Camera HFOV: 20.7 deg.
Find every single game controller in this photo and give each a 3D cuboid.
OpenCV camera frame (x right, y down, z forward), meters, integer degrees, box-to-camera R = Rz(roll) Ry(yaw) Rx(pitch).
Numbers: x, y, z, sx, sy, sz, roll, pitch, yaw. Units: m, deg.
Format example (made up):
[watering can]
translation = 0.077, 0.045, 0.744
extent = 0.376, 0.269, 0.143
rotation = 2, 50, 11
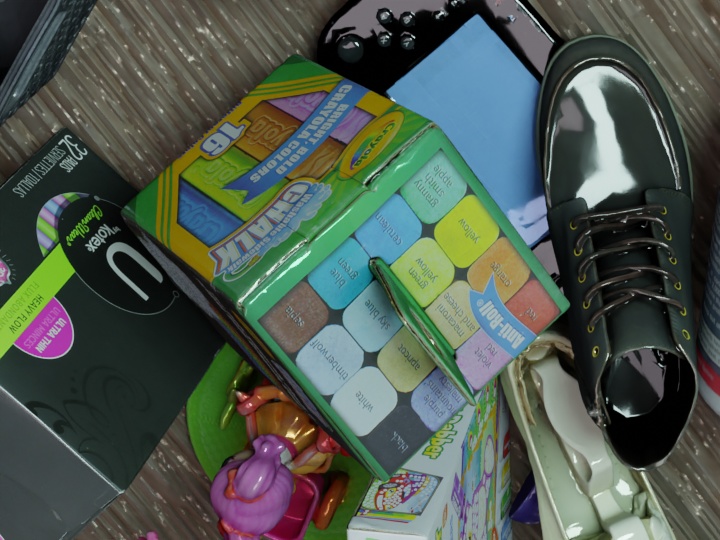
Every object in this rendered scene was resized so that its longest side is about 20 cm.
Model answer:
[game controller]
translation = 0.072, -0.071, 0.986
extent = 0.104, 0.042, 0.200
rotation = -37, 103, 30

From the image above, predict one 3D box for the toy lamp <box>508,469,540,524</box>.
[toy lamp]
translation = 0.180, 0.162, 1.070
extent = 0.200, 0.058, 0.058
rotation = 32, 122, 0

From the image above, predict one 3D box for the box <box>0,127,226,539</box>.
[box]
translation = -0.174, 0.048, 1.035
extent = 0.149, 0.200, 0.124
rotation = 42, 122, -7

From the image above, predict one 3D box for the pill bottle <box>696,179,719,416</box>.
[pill bottle]
translation = 0.225, -0.026, 0.914
extent = 0.119, 0.120, 0.200
rotation = 10, 120, 13

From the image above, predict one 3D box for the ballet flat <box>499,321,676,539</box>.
[ballet flat]
translation = 0.122, 0.118, 1.013
extent = 0.069, 0.069, 0.200
rotation = -27, 82, 28

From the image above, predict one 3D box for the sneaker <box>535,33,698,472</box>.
[sneaker]
translation = 0.128, -0.010, 0.924
extent = 0.075, 0.106, 0.200
rotation = -10, 99, 4

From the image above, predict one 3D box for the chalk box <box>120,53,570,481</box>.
[chalk box]
translation = 0.000, 0.000, 0.913
extent = 0.124, 0.200, 0.125
rotation = -43, 122, -8

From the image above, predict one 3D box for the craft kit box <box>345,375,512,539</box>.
[craft kit box]
translation = 0.041, 0.161, 1.030
extent = 0.048, 0.198, 0.200
rotation = 5, 120, 17

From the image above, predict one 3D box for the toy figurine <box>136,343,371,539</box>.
[toy figurine]
translation = -0.045, 0.112, 1.039
extent = 0.150, 0.184, 0.200
rotation = 23, 121, 4

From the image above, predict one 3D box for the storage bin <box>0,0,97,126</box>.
[storage bin]
translation = -0.236, -0.173, 1.000
extent = 0.200, 0.094, 0.135
rotation = 35, 123, -2
